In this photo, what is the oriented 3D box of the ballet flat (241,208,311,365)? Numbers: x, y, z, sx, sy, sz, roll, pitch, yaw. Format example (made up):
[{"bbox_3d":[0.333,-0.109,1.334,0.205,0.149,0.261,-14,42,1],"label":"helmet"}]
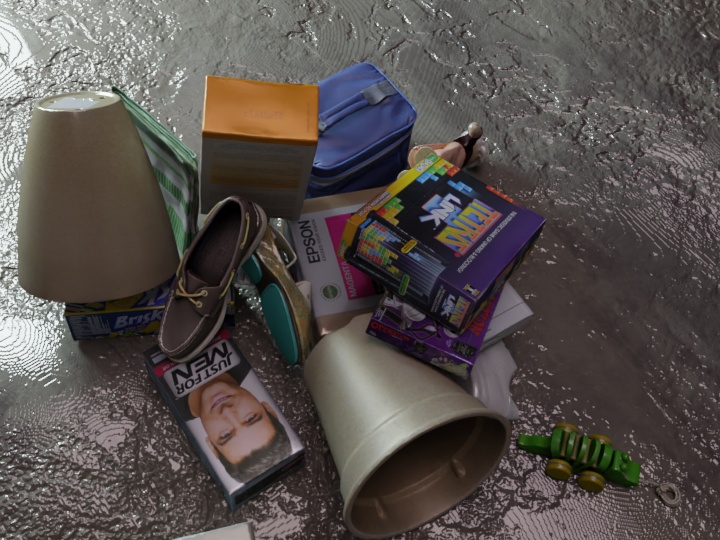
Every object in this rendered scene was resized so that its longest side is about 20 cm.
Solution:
[{"bbox_3d":[-0.095,0.011,1.053,0.070,0.071,0.201,-26,78,-20],"label":"ballet flat"}]

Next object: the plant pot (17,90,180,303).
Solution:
[{"bbox_3d":[-0.308,-0.094,1.024,0.185,0.202,0.188,-1,25,0],"label":"plant pot"}]

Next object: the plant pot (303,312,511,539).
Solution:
[{"bbox_3d":[0.032,0.156,0.988,0.199,0.202,0.184,-21,50,-17],"label":"plant pot"}]

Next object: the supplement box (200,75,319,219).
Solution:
[{"bbox_3d":[-0.119,-0.134,1.033,0.125,0.200,0.074,3,68,-10],"label":"supplement box"}]

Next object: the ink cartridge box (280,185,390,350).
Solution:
[{"bbox_3d":[0.000,0.000,1.133,0.163,0.075,0.202,-11,60,-14],"label":"ink cartridge box"}]

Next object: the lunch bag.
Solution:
[{"bbox_3d":[-0.030,-0.179,1.208,0.199,0.133,0.136,-33,66,-24],"label":"lunch bag"}]

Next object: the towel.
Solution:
[{"bbox_3d":[-0.251,-0.107,1.101,0.152,0.201,0.023,40,57,19],"label":"towel"}]

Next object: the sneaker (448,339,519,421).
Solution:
[{"bbox_3d":[0.151,0.096,1.101,0.088,0.075,0.202,15,52,-20],"label":"sneaker"}]

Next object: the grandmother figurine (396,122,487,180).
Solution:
[{"bbox_3d":[0.120,-0.152,1.202,0.061,0.121,0.200,52,30,4],"label":"grandmother figurine"}]

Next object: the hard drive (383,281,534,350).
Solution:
[{"bbox_3d":[0.096,0.008,1.079,0.131,0.027,0.201,-25,64,-24],"label":"hard drive"}]

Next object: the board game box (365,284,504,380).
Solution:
[{"bbox_3d":[0.093,0.025,1.005,0.119,0.032,0.201,27,41,3],"label":"board game box"}]

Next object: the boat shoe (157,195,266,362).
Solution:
[{"bbox_3d":[-0.173,0.008,1.003,0.071,0.059,0.201,30,90,15],"label":"boat shoe"}]

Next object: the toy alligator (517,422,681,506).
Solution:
[{"bbox_3d":[0.280,0.219,1.035,0.198,0.054,0.060,19,58,6],"label":"toy alligator"}]

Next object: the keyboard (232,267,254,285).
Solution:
[{"bbox_3d":[-0.146,-0.076,1.116,0.056,0.011,0.202,6,65,-1],"label":"keyboard"}]

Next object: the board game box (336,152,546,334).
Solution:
[{"bbox_3d":[0.095,-0.038,1.012,0.164,0.057,0.200,31,41,16],"label":"board game box"}]

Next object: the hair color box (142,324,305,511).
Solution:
[{"bbox_3d":[-0.156,0.158,1.028,0.098,0.061,0.201,-29,66,-21],"label":"hair color box"}]

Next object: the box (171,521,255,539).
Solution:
[{"bbox_3d":[-0.135,0.365,0.861,0.108,0.128,0.202,-11,59,-11],"label":"box"}]

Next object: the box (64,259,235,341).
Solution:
[{"bbox_3d":[-0.252,0.033,1.095,0.198,0.065,0.071,-4,58,-8],"label":"box"}]

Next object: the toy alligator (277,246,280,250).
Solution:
[{"bbox_3d":[-0.146,-0.060,1.166,0.059,0.054,0.201,-36,66,15],"label":"toy alligator"}]
